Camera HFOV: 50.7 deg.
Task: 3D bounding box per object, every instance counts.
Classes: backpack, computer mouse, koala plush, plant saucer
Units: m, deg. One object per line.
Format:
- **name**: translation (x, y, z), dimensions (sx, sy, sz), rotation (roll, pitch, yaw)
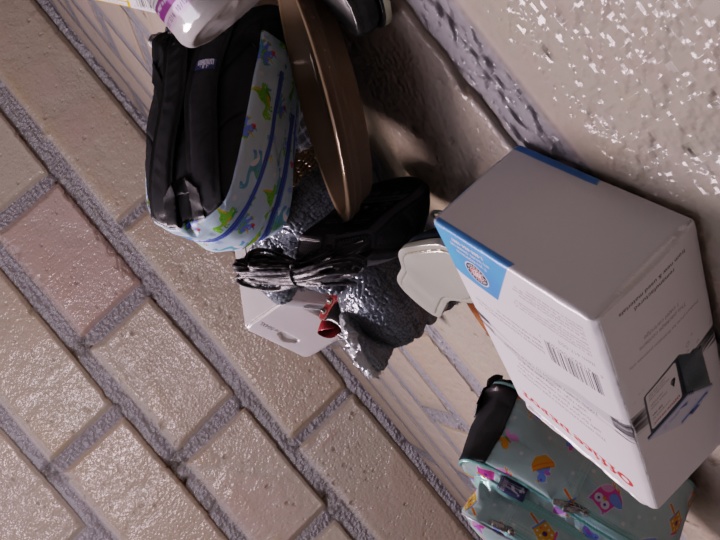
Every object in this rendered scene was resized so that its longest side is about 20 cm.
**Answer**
- **backpack**: translation (-0.131, -0.122, 0.719), dimensions (0.159, 0.205, 0.154), rotation (-6, 150, 25)
- **computer mouse**: translation (-0.005, -0.024, 0.662), dimensions (0.136, 0.199, 0.054), rotation (-1, 116, 39)
- **backpack**: translation (0.189, 0.204, 0.683), dimensions (0.196, 0.156, 0.177), rotation (16, 160, 18)
- **koala plush**: translation (0.000, 0.000, 0.803), dimensions (0.201, 0.176, 0.184), rotation (52, 160, 8)
- **plant saucer**: translation (-0.028, -0.141, 0.612), dimensions (0.200, 0.029, 0.205), rotation (163, 91, -84)

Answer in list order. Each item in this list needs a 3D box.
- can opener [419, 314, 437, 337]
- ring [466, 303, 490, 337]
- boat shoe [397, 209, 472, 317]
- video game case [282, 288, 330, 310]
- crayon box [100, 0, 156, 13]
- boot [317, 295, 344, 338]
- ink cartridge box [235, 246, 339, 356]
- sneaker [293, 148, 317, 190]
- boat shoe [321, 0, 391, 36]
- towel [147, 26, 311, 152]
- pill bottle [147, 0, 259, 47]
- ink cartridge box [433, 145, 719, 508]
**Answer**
- **can opener**: translation (0.027, 0.020, 1.069), dimensions (0.199, 0.053, 0.067), rotation (38, 165, 48)
- **ring**: translation (0.161, 0.059, 0.719), dimensions (0.201, 0.019, 0.201), rotation (49, 171, 10)
- **boat shoe**: translation (0.076, -0.008, 0.628), dimensions (0.074, 0.062, 0.200), rotation (37, 170, 9)
- **video game case**: translation (-0.087, -0.039, 1.052), dimensions (0.181, 0.023, 0.204), rotation (13, -130, -61)
- **crayon box**: translation (-0.234, -0.332, 0.768), dimensions (0.122, 0.053, 0.200), rotation (10, 173, -7)
- **boot**: translation (-0.028, 0.005, 0.997), dimensions (0.200, 0.144, 0.073), rotation (44, 170, 33)
- **ink cartridge box**: translation (-0.104, 0.003, 1.104), dimensions (0.145, 0.083, 0.204), rotation (31, -144, -47)
- **sneaker**: translation (-0.069, -0.110, 0.999), dimensions (0.090, 0.067, 0.200), rotation (55, 174, -36)
- **boat shoe**: translation (-0.058, -0.233, 0.507), dimensions (0.202, 0.063, 0.074), rotation (49, 168, -2)
- **towel**: translation (-0.148, -0.220, 0.899), dimensions (0.199, 0.085, 0.167), rotation (34, 163, 53)
- **pill bottle**: translation (-0.158, -0.290, 0.593), dimensions (0.201, 0.112, 0.112), rotation (51, 170, -11)
- **ink cartridge box**: translation (0.148, 0.038, 0.499), dimensions (0.146, 0.086, 0.201), rotation (39, 166, 50)
